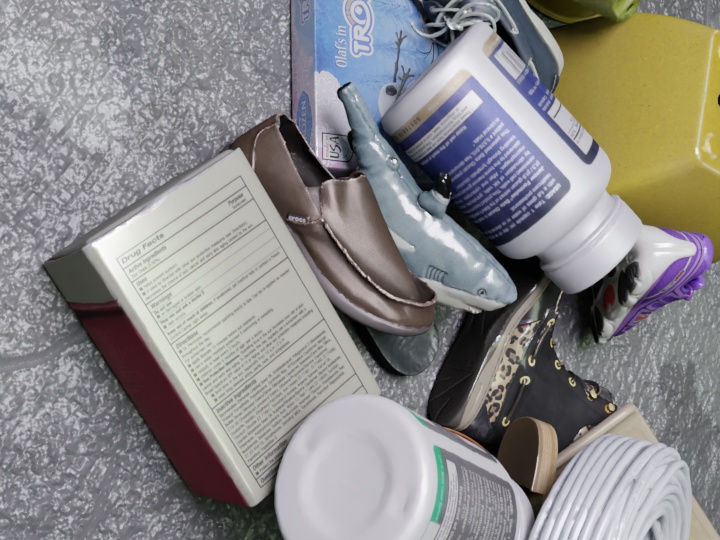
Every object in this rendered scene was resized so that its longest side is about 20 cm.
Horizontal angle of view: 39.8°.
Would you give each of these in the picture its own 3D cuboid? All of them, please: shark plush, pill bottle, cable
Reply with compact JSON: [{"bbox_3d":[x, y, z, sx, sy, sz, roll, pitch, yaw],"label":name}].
[{"bbox_3d":[0.045,-0.055,0.755,0.091,0.083,0.202,-33,103,-46],"label":"shark plush"},{"bbox_3d":[0.040,0.162,0.670,0.200,0.112,0.114,36,65,-52],"label":"pill bottle"},{"bbox_3d":[0.120,-0.081,0.764,0.200,0.111,0.111,46,63,-7],"label":"pill bottle"},{"bbox_3d":[0.188,0.225,0.748,0.201,0.069,0.200,-62,142,-22],"label":"cable"}]

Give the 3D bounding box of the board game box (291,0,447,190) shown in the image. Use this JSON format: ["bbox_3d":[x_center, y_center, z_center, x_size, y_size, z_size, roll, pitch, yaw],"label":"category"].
[{"bbox_3d":[0.037,-0.171,0.833,0.197,0.043,0.203,3,83,-32],"label":"board game box"}]

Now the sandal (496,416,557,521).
[{"bbox_3d":[0.131,0.226,0.769,0.069,0.077,0.214,21,77,-24],"label":"sandal"}]

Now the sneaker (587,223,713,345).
[{"bbox_3d":[0.248,0.017,0.863,0.082,0.200,0.082,0,76,-2],"label":"sneaker"}]

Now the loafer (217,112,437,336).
[{"bbox_3d":[-0.017,-0.035,0.704,0.200,0.071,0.073,43,23,5],"label":"loafer"}]

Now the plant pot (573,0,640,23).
[{"bbox_3d":[0.176,-0.305,0.800,0.184,0.201,0.200,38,62,10],"label":"plant pot"}]

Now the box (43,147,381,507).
[{"bbox_3d":[-0.101,0.040,0.684,0.128,0.109,0.201,-37,104,-29],"label":"box"}]

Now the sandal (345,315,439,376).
[{"bbox_3d":[0.001,0.000,0.788,0.201,0.048,0.076,47,62,-18],"label":"sandal"}]

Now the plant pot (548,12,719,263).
[{"bbox_3d":[0.262,-0.111,0.879,0.193,0.199,0.198,21,75,-29],"label":"plant pot"}]

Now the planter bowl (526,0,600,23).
[{"bbox_3d":[0.217,-0.345,0.944,0.199,0.083,0.203,3,84,-32],"label":"planter bowl"}]

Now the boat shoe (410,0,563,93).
[{"bbox_3d":[0.091,-0.204,0.806,0.200,0.074,0.062,46,51,-31],"label":"boat shoe"}]

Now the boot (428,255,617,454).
[{"bbox_3d":[0.162,0.076,0.862,0.150,0.073,0.201,35,77,-25],"label":"boot"}]

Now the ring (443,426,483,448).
[{"bbox_3d":[0.043,0.222,0.783,0.198,0.019,0.203,0,91,-20],"label":"ring"}]

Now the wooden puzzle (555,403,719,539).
[{"bbox_3d":[0.208,0.240,0.857,0.184,0.037,0.201,-36,108,0],"label":"wooden puzzle"}]
